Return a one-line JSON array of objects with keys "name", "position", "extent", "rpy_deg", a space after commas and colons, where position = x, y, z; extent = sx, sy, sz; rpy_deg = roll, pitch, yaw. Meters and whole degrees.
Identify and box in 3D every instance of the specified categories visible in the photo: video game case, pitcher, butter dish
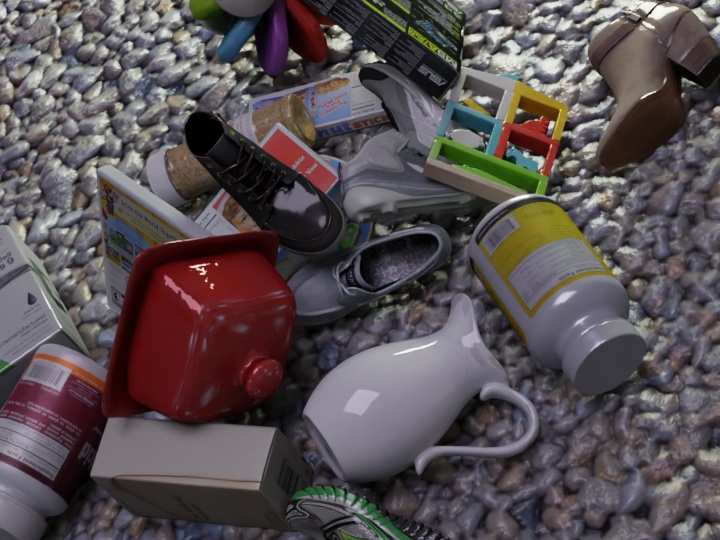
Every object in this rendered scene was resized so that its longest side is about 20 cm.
[{"name": "video game case", "position": [-0.222, 0.002, 1.741], "extent": [0.023, 0.183, 0.200], "rpy_deg": [-24, 40, -33]}, {"name": "pitcher", "position": [0.060, 0.141, 1.561], "extent": [0.199, 0.121, 0.172], "rpy_deg": [-31, 65, -12]}, {"name": "butter dish", "position": [-0.137, 0.078, 1.593], "extent": [0.148, 0.199, 0.201], "rpy_deg": [33, 118, 35]}]

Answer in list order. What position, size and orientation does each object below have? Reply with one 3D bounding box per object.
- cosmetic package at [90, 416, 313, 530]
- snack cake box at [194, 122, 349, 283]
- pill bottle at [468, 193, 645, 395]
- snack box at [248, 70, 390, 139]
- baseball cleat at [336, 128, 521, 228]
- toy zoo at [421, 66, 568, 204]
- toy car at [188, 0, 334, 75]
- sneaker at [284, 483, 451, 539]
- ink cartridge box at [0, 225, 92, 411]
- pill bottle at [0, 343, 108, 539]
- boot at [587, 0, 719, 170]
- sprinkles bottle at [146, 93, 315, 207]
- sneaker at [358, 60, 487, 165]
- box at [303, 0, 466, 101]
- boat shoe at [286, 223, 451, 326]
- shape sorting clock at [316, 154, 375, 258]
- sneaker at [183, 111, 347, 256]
[{"name": "cosmetic package", "position": [-0.161, 0.206, 1.616], "extent": [0.199, 0.104, 0.074], "rpy_deg": [0, 58, 26]}, {"name": "snack cake box", "position": [-0.106, -0.046, 1.742], "extent": [0.200, 0.067, 0.115], "rpy_deg": [-50, 57, 0]}, {"name": "pill bottle", "position": [0.196, 0.025, 1.569], "extent": [0.112, 0.112, 0.200], "rpy_deg": [-33, 51, 1]}, {"name": "snack box", "position": [-0.039, -0.194, 1.886], "extent": [0.199, 0.024, 0.072], "rpy_deg": [-13, 55, 17]}, {"name": "baseball cleat", "position": [0.073, -0.105, 1.690], "extent": [0.199, 0.070, 0.107], "rpy_deg": [-7, 72, -21]}, {"name": "toy zoo", "position": [0.150, -0.150, 1.707], "extent": [0.130, 0.021, 0.201], "rpy_deg": [21, 46, 1]}, {"name": "toy car", "position": [-0.104, -0.313, 1.921], "extent": [0.199, 0.175, 0.151], "rpy_deg": [-16, 91, -18]}, {"name": "sneaker", "position": [0.004, 0.266, 1.513], "extent": [0.199, 0.078, 0.085], "rpy_deg": [20, 68, 33]}, {"name": "ink cartridge box", "position": [-0.418, 0.067, 1.843], "extent": [0.146, 0.084, 0.200], "rpy_deg": [-36, 50, -2]}, {"name": "pill bottle", "position": [-0.343, 0.191, 1.703], "extent": [0.114, 0.114, 0.201], "rpy_deg": [14, 65, 32]}, {"name": "boot", "position": [0.295, -0.209, 1.722], "extent": [0.200, 0.070, 0.146], "rpy_deg": [-40, 44, -6]}, {"name": "sprinkles bottle", "position": [-0.152, -0.140, 1.857], "extent": [0.199, 0.068, 0.069], "rpy_deg": [-22, 51, 19]}, {"name": "sneaker", "position": [0.060, -0.163, 1.776], "extent": [0.079, 0.074, 0.200], "rpy_deg": [-46, 62, 1]}, {"name": "box", "position": [0.028, -0.298, 1.782], "extent": [0.048, 0.199, 0.194], "rpy_deg": [-48, 16, 29]}, {"name": "boat shoe", "position": [0.001, 0.001, 1.689], "extent": [0.200, 0.072, 0.070], "rpy_deg": [-24, 85, 6]}, {"name": "shape sorting clock", "position": [-0.076, -0.046, 1.791], "extent": [0.199, 0.039, 0.201], "rpy_deg": [-13, 53, 17]}, {"name": "sneaker", "position": [-0.107, -0.089, 1.657], "extent": [0.200, 0.106, 0.075], "rpy_deg": [35, 87, 32]}]
